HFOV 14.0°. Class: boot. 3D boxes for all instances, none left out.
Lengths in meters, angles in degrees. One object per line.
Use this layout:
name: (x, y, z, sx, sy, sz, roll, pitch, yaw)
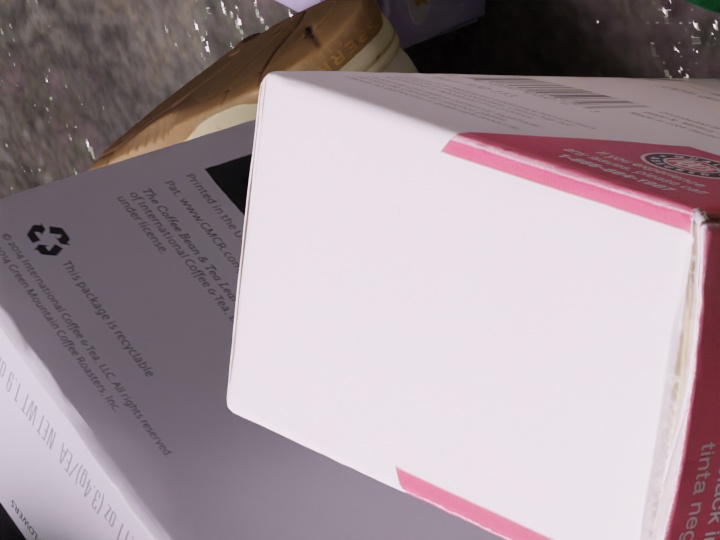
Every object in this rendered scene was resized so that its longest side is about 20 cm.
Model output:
boot: (0.000, 0.000, 0.910, 0.156, 0.073, 0.200, 51, 158, -10)

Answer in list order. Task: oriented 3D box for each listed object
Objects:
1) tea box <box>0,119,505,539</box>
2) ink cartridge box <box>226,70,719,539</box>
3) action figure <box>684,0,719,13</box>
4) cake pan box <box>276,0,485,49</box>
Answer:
tea box: (-0.028, 0.102, 0.781, 0.200, 0.133, 0.197, 50, 141, 28)
ink cartridge box: (0.092, 0.006, 0.676, 0.146, 0.199, 0.083, 20, 107, 48)
action figure: (0.127, -0.075, 0.704, 0.200, 0.117, 0.055, 19, 103, 58)
cake pan box: (-0.035, -0.189, 0.895, 0.184, 0.052, 0.201, 28, 129, 42)
